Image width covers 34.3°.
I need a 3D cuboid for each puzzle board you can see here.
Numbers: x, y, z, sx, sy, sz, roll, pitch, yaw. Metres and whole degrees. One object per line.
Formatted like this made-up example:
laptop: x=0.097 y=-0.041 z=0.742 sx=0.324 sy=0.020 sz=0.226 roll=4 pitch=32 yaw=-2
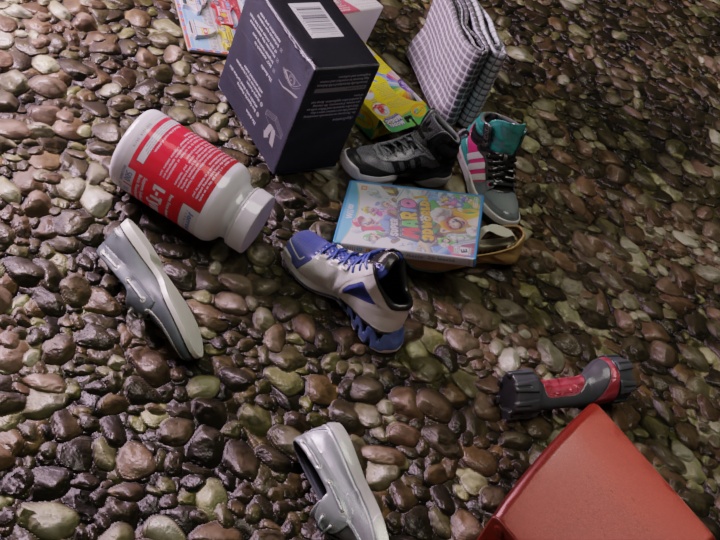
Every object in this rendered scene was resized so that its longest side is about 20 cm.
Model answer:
puzzle board: x=-0.221 y=-0.411 z=1.875 sx=0.149 sy=0.017 sz=0.201 roll=3 pitch=47 yaw=-26

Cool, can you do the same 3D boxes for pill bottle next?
pill bottle: x=-0.215 y=-0.111 z=1.509 sx=0.199 sy=0.113 sz=0.112 roll=32 pitch=41 yaw=5

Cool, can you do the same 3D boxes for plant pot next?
plant pot: x=0.231 y=0.308 z=1.288 sx=0.175 sy=0.201 sz=0.200 roll=-26 pitch=63 yaw=-31

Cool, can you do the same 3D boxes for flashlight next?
flashlight: x=0.273 y=0.150 z=1.549 sx=0.198 sy=0.068 sz=0.068 roll=0 pitch=50 yaw=-30

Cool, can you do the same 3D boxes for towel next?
towel: x=0.153 y=-0.358 z=1.918 sx=0.085 sy=0.166 sz=0.201 roll=-2 pitch=49 yaw=-22

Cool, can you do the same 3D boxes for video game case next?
video game case: x=0.070 y=-0.069 z=1.643 sx=0.197 sy=0.018 sz=0.144 roll=7 pitch=43 yaw=6

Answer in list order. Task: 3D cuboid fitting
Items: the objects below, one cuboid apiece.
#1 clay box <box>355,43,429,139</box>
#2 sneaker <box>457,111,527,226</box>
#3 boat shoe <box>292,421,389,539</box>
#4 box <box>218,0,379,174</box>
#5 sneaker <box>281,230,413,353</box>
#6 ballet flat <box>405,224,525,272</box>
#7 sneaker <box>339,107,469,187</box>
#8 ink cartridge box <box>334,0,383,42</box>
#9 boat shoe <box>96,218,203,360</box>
clay box: x=0.016 y=-0.282 z=1.853 sx=0.114 sy=0.048 sz=0.200 roll=-22 pitch=63 yaw=-41
sneaker: x=0.217 y=-0.171 z=1.797 sx=0.083 sy=0.121 sz=0.201 roll=2 pitch=48 yaw=-27
boat shoe: x=-0.023 y=0.263 z=1.287 sx=0.071 sy=0.070 sz=0.202 roll=-14 pitch=55 yaw=-16
box: x=-0.094 y=-0.280 z=1.675 sx=0.116 sy=0.201 sz=0.198 roll=-10 pitch=54 yaw=-35
sneaker: x=0.001 y=0.001 z=1.513 sx=0.199 sy=0.116 sz=0.080 roll=42 pitch=42 yaw=15
ballet flat: x=0.152 y=-0.041 z=1.677 sx=0.198 sy=0.063 sz=0.069 roll=-5 pitch=51 yaw=-32
sneaker: x=0.069 y=-0.185 z=1.730 sx=0.198 sy=0.114 sz=0.076 roll=0 pitch=48 yaw=-33
ink cartridge box: x=-0.083 y=-0.458 z=1.936 sx=0.200 sy=0.085 sz=0.145 roll=43 pitch=35 yaw=18
boat shoe: x=-0.253 y=0.033 z=1.401 sx=0.061 sy=0.073 sz=0.201 roll=-33 pitch=70 yaw=2
